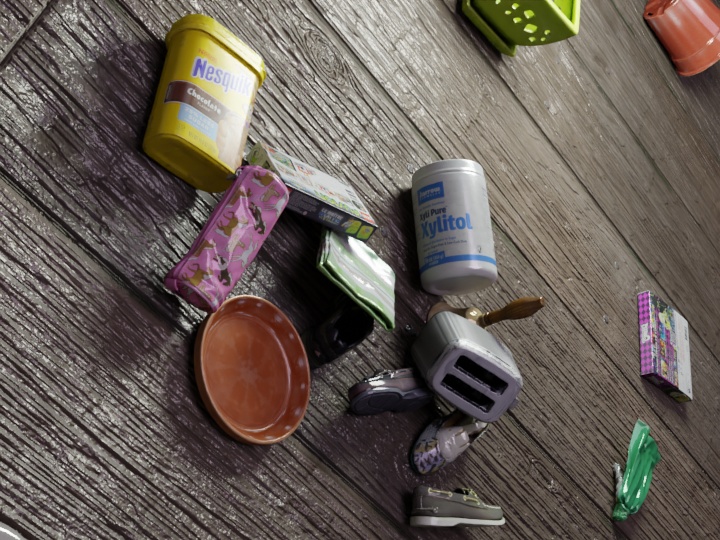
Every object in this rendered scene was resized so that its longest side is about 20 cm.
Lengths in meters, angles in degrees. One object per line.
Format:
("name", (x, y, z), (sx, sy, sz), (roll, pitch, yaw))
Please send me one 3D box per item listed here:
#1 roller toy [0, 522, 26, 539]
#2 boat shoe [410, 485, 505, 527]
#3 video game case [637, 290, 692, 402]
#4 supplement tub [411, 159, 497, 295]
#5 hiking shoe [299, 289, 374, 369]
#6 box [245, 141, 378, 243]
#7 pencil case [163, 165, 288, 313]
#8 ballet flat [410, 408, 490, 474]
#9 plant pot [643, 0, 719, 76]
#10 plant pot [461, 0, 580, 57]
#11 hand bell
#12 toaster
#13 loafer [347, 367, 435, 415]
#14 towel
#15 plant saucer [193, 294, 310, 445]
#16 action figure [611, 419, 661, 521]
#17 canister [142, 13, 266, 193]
("roller toy", (-0.383, 0.323, 1.001), (0.181, 0.139, 0.203), (25, 56, -42))
("boat shoe", (0.154, 0.368, 1.681), (0.200, 0.072, 0.061), (13, 69, -43))
("video game case", (0.684, 0.172, 2.427), (0.180, 0.036, 0.202), (31, 52, -39))
("supplement tub", (0.156, -0.070, 1.822), (0.131, 0.131, 0.203), (13, 64, -46))
("hiking shoe", (-0.007, 0.075, 1.588), (0.076, 0.100, 0.200), (59, 40, -15))
("box", (-0.070, -0.115, 1.604), (0.199, 0.035, 0.110), (23, 25, -43))
("pencil case", (-0.173, -0.041, 1.405), (0.086, 0.083, 0.201), (31, 73, -3))
("ballet flat", (0.153, 0.260, 1.729), (0.200, 0.072, 0.073), (-30, 97, -51))
("plant pot", (0.874, -0.664, 2.903), (0.195, 0.200, 0.202), (41, 46, -20))
("plant pot", (0.318, -0.568, 2.187), (0.198, 0.180, 0.202), (36, 50, -34))
("hand bell", (0.218, 0.079, 1.777), (0.104, 0.198, 0.106), (23, 58, -43))
("toaster", (0.164, 0.150, 1.704), (0.199, 0.114, 0.129), (34, 11, -18))
("loafer", (0.038, 0.177, 1.639), (0.199, 0.072, 0.063), (10, 47, -54))
("towel", (0.000, 0.000, 1.589), (0.149, 0.031, 0.200), (41, 15, -13))
("plant saucer", (-0.147, 0.134, 1.452), (0.199, 0.032, 0.203), (23, 58, -42))
("action figure", (0.536, 0.410, 2.136), (0.118, 0.054, 0.201), (51, 49, -24))
("canister", (-0.213, -0.226, 1.482), (0.148, 0.086, 0.202), (34, 52, -38))
